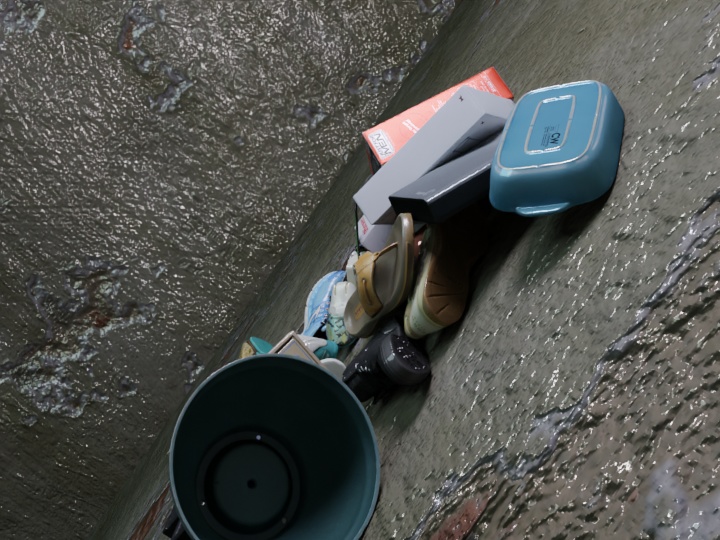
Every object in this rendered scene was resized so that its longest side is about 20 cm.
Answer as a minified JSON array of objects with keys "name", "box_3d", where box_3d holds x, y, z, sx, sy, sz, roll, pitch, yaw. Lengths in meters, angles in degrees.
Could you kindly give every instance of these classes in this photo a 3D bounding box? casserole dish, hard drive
[{"name":"casserole dish","box_3d":[0.187,-0.127,0.772,0.119,0.039,0.201,-5,39,29]},{"name":"hard drive","box_3d":[0.137,-0.114,0.888,0.198,0.033,0.139,-31,13,-10]}]

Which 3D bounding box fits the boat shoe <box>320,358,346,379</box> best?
[{"name":"boat shoe","box_3d":[-0.087,0.195,1.081,0.202,0.070,0.072,-55,12,9]}]

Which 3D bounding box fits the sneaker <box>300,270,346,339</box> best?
[{"name":"sneaker","box_3d":[-0.050,0.091,1.282,0.090,0.078,0.202,-17,46,57]}]

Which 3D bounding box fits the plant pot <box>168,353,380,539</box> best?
[{"name":"plant pot","box_3d":[-0.096,0.199,0.781,0.202,0.199,0.134,-60,6,-31]}]

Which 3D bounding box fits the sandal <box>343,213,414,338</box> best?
[{"name":"sandal","box_3d":[0.012,0.014,0.915,0.201,0.053,0.081,124,147,-49]}]

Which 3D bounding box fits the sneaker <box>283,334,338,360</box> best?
[{"name":"sneaker","box_3d":[-0.084,0.172,1.155,0.202,0.078,0.078,114,148,-41]}]

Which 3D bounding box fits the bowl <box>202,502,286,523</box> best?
[{"name":"bowl","box_3d":[-0.136,0.292,0.942,0.202,0.090,0.201,-52,11,14]}]

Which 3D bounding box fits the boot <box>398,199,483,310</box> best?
[{"name":"boot","box_3d":[0.093,-0.050,1.059,0.201,0.068,0.188,-51,-5,-13]}]

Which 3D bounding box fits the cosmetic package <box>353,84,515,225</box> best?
[{"name":"cosmetic package","box_3d":[0.104,-0.138,1.010,0.200,0.052,0.150,-43,-21,28]}]

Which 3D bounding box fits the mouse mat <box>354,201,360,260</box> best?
[{"name":"mouse mat","box_3d":[0.000,0.000,1.101,0.200,0.007,0.164,100,165,-85]}]

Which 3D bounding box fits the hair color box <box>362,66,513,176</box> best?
[{"name":"hair color box","box_3d":[0.107,-0.183,1.086,0.198,0.062,0.102,-28,-25,-5]}]

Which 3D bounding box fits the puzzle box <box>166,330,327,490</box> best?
[{"name":"puzzle box","box_3d":[-0.099,0.179,0.889,0.200,0.133,0.025,-45,3,-33]}]

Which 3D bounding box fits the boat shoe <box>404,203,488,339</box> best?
[{"name":"boat shoe","box_3d":[0.092,-0.011,0.906,0.063,0.073,0.201,-41,16,45]}]

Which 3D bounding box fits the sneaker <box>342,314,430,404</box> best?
[{"name":"sneaker","box_3d":[0.022,0.112,0.885,0.105,0.060,0.200,-50,5,10]}]

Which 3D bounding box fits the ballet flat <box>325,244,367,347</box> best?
[{"name":"ballet flat","box_3d":[-0.015,0.030,1.242,0.074,0.074,0.201,-46,15,39]}]

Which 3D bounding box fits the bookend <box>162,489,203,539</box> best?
[{"name":"bookend","box_3d":[-0.225,0.350,1.153,0.201,0.092,0.200,-50,11,29]}]

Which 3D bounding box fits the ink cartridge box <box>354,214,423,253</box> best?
[{"name":"ink cartridge box","box_3d":[0.081,-0.107,1.232,0.201,0.084,0.145,-55,10,8]}]

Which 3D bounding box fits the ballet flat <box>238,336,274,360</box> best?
[{"name":"ballet flat","box_3d":[-0.128,0.138,1.063,0.071,0.070,0.200,-55,17,-6]}]
